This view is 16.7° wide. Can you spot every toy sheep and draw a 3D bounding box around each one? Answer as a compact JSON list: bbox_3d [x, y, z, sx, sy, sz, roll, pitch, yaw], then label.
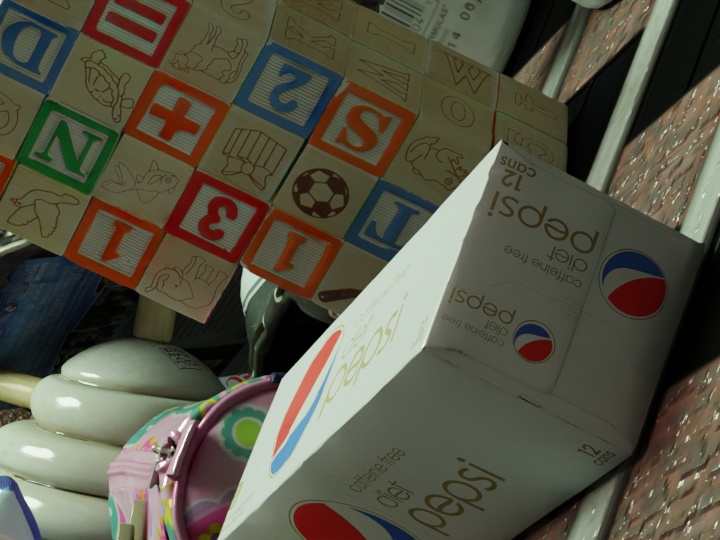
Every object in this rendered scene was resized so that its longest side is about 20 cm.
[{"bbox_3d":[-0.109,0.099,1.085,0.138,0.137,0.201,-140,56,-82],"label":"toy sheep"}]

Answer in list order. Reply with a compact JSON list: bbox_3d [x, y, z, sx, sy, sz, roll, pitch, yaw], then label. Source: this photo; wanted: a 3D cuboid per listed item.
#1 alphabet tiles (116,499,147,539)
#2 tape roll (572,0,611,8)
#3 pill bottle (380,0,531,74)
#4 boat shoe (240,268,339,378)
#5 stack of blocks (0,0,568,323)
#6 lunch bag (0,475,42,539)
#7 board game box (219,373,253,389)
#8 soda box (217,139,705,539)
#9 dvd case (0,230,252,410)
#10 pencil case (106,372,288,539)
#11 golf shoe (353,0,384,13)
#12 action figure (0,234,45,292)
[{"bbox_3d":[-0.089,0.186,0.866,0.200,0.006,0.167,96,180,-50],"label":"alphabet tiles"},{"bbox_3d":[0.103,-0.202,0.917,0.203,0.071,0.202,-61,8,15],"label":"tape roll"},{"bbox_3d":[-0.033,-0.132,1.090,0.115,0.200,0.114,-61,9,16],"label":"pill bottle"},{"bbox_3d":[0.000,0.000,0.994,0.200,0.068,0.057,133,140,-63],"label":"boat shoe"},{"bbox_3d":[-0.040,-0.043,0.867,0.115,0.200,0.059,-59,12,31],"label":"stack of blocks"},{"bbox_3d":[-0.157,0.213,0.972,0.170,0.127,0.200,-84,-21,-61],"label":"lunch bag"},{"bbox_3d":[-0.055,0.009,1.351,0.200,0.041,0.200,-58,10,34],"label":"board game box"},{"bbox_3d":[0.021,0.041,0.707,0.068,0.064,0.200,-68,9,-27],"label":"soda box"},{"bbox_3d":[-0.091,0.015,1.137,0.143,0.200,0.018,-55,51,47],"label":"dvd case"},{"bbox_3d":[-0.048,0.084,0.931,0.088,0.087,0.200,-65,7,-11],"label":"pencil case"},{"bbox_3d":[0.006,-0.199,0.950,0.200,0.094,0.078,-63,7,-3],"label":"golf shoe"},{"bbox_3d":[-0.084,-0.058,0.962,0.200,0.119,0.102,-19,18,24],"label":"action figure"}]
